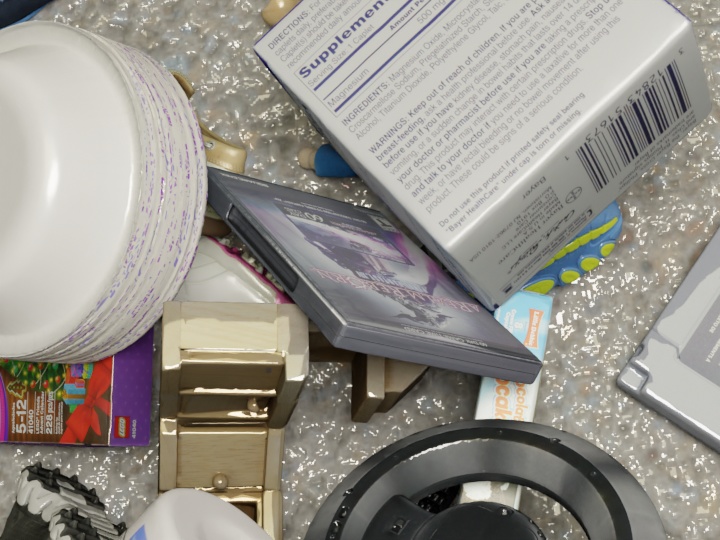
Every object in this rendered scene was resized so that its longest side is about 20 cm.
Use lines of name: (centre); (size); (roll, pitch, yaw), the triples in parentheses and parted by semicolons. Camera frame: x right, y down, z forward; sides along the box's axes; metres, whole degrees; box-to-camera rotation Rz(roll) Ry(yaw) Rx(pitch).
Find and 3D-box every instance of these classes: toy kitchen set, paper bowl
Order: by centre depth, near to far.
toy kitchen set: (-0.038, 0.127, 0.844); (0.163, 0.200, 0.181); (1, 71, -8)
paper bowl: (-0.196, -0.047, 0.846); (0.200, 0.104, 0.201); (-5, 81, 32)

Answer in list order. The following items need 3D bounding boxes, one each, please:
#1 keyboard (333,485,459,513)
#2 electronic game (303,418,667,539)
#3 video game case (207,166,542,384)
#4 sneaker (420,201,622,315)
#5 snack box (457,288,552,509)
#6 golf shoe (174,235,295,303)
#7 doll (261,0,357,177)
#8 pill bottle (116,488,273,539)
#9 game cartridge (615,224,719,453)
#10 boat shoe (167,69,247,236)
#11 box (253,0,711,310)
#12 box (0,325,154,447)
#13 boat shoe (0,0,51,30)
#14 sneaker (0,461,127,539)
keyboard: (-0.009, 0.201, 0.849); (0.040, 0.104, 0.200); (31, 87, 42)
electronic game: (0.063, 0.159, 0.754); (0.199, 0.042, 0.200); (-8, 44, 7)
video game case: (0.000, 0.000, 0.842); (0.200, 0.143, 0.019); (44, 115, 50)
sneaker: (0.076, -0.009, 0.959); (0.199, 0.071, 0.083); (-27, 49, -3)
snack box: (0.083, 0.123, 0.880); (0.037, 0.116, 0.201); (10, 72, 7)
golf shoe: (-0.130, 0.005, 0.962); (0.200, 0.075, 0.092); (30, 84, 20)
doll: (-0.001, -0.120, 0.980); (0.136, 0.048, 0.200); (-44, 57, 24)
pill bottle: (-0.122, 0.216, 0.722); (0.200, 0.114, 0.114); (-46, 74, 11)
game cartridge: (0.276, 0.031, 0.942); (0.133, 0.041, 0.200); (33, 77, 17)
boat shoe: (-0.137, -0.101, 0.962); (0.200, 0.072, 0.076); (37, 113, 34)
box: (0.072, -0.115, 0.855); (0.184, 0.105, 0.200); (-42, 60, 1)
box: (-0.194, 0.012, 0.922); (0.136, 0.039, 0.201); (-4, 82, 35)
boat shoe: (-0.241, -0.240, 1.045); (0.200, 0.069, 0.084); (-32, 72, -7)
sneaker: (-0.178, 0.183, 0.855); (0.066, 0.200, 0.091); (26, 86, -25)
